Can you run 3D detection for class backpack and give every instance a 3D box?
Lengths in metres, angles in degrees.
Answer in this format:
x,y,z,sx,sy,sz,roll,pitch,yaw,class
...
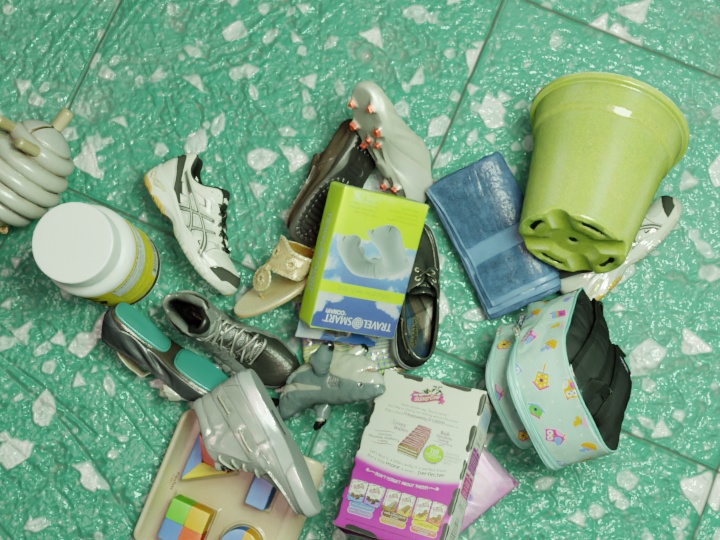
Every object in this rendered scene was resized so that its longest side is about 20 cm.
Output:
x,y,z,sx,sy,sz,roll,pitch,yaw,class
0.238,0.136,1.073,0.153,0.200,0.176,-21,105,20,backpack

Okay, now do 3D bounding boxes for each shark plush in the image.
x,y,z,sx,sy,sz,roll,pitch,yaw,class
-0.062,0.159,1.121,0.200,0.091,0.084,-29,68,14,shark plush

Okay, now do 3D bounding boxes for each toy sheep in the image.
x,y,z,sx,sy,sz,roll,pitch,yaw,class
-0.444,-0.132,1.167,0.200,0.138,0.138,-45,84,4,toy sheep

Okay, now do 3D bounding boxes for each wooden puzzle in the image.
x,y,z,sx,sy,sz,roll,pitch,yaw,class
-0.169,0.298,1.142,0.199,0.046,0.186,22,86,3,wooden puzzle

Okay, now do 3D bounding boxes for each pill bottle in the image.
x,y,z,sx,sy,sz,roll,pitch,yaw,class
-0.326,-0.018,1.115,0.114,0.200,0.115,0,82,1,pill bottle

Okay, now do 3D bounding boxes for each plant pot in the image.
x,y,z,sx,sy,sz,roll,pitch,yaw,class
0.280,-0.105,1.096,0.200,0.201,0.185,22,66,4,plant pot

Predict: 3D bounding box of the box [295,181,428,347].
x,y,z,sx,sy,sz,roll,pitch,yaw,class
0.000,0.000,1.116,0.122,0.048,0.201,10,99,-25,box

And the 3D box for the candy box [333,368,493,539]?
x,y,z,sx,sy,sz,roll,pitch,yaw,class
0.067,0.231,1.069,0.136,0.061,0.201,11,67,23,candy box

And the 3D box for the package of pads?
x,y,z,sx,sy,sz,roll,pitch,yaw,class
0.086,0.283,1.130,0.200,0.076,0.121,-38,79,-4,package of pads

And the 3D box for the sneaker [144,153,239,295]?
x,y,z,sx,sy,sz,roll,pitch,yaw,class
-0.202,-0.065,1.175,0.087,0.076,0.200,-31,83,-3,sneaker

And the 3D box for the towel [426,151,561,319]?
x,y,z,sx,sy,sz,roll,pitch,yaw,class
0.174,-0.046,1.163,0.111,0.049,0.201,-26,88,24,towel

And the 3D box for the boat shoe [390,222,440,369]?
x,y,z,sx,sy,sz,roll,pitch,yaw,class
0.078,0.028,1.164,0.068,0.057,0.201,6,77,-18,boat shoe

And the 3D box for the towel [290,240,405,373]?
x,y,z,sx,sy,sz,roll,pitch,yaw,class
-0.017,0.042,1.192,0.143,0.023,0.201,-7,82,-1,towel

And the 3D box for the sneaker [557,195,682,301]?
x,y,z,sx,sy,sz,roll,pitch,yaw,class
0.331,-0.041,1.171,0.200,0.076,0.088,-43,84,-5,sneaker

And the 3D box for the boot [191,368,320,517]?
x,y,z,sx,sy,sz,roll,pitch,yaw,class
-0.131,0.227,1.102,0.095,0.074,0.200,-31,72,2,boot

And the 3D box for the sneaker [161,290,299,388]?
x,y,z,sx,sy,sz,roll,pitch,yaw,class
-0.173,0.089,1.141,0.200,0.116,0.075,29,83,5,sneaker

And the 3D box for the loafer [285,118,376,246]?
x,y,z,sx,sy,sz,roll,pitch,yaw,class
-0.037,-0.120,1.197,0.073,0.071,0.200,44,75,-39,loafer

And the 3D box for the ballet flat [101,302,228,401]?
x,y,z,sx,sy,sz,roll,pitch,yaw,class
-0.255,0.123,1.165,0.200,0.073,0.073,38,84,-6,ballet flat

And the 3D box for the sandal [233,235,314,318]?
x,y,z,sx,sy,sz,roll,pitch,yaw,class
-0.078,-0.020,1.142,0.211,0.078,0.070,-25,118,-8,sandal

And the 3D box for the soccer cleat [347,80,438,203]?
x,y,z,sx,sy,sz,roll,pitch,yaw,class
0.044,-0.167,1.158,0.078,0.200,0.069,-42,40,-21,soccer cleat
